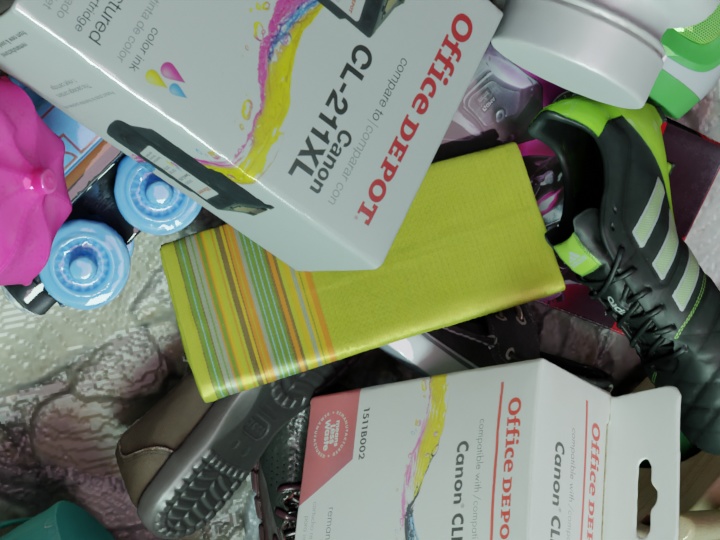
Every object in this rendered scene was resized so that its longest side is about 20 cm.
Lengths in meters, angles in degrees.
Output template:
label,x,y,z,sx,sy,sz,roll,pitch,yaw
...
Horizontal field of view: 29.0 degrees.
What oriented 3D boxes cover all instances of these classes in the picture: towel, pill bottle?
label,x,y,z,sx,sy,sz,roll,pitch,yaw
towel,0.000,0.000,0.726,0.198,0.018,0.087,-17,78,-2
pill bottle,0.138,-0.187,0.671,0.112,0.112,0.201,24,92,-20

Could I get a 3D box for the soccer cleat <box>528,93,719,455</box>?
label,x,y,z,sx,sy,sz,roll,pitch,yaw
soccer cleat,0.141,0.003,0.717,0.080,0.067,0.202,-11,77,-32

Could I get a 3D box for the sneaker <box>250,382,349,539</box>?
label,x,y,z,sx,sy,sz,roll,pitch,yaw
sneaker,-0.021,0.171,0.795,0.075,0.116,0.202,0,108,-14

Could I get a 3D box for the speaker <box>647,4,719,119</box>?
label,x,y,z,sx,sy,sz,roll,pitch,yaw
speaker,0.197,-0.186,0.751,0.088,0.088,0.201,29,99,-21

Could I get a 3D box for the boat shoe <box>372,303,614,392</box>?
label,x,y,z,sx,sy,sz,roll,pitch,yaw
boat shoe,0.079,0.047,0.795,0.199,0.070,0.067,30,87,-34

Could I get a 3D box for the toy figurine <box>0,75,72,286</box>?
label,x,y,z,sx,sy,sz,roll,pitch,yaw
toy figurine,-0.221,-0.043,0.621,0.183,0.200,0.151,19,71,-8

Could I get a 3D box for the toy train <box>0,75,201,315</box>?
label,x,y,z,sx,sy,sz,roll,pitch,yaw
toy train,-0.126,-0.070,0.710,0.200,0.087,0.114,-43,104,4

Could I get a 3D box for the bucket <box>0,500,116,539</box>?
label,x,y,z,sx,sy,sz,roll,pitch,yaw
bucket,-0.165,0.232,0.737,0.134,0.207,0.208,-34,113,-4

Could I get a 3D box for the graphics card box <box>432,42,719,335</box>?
label,x,y,z,sx,sy,sz,roll,pitch,yaw
graphics card box,0.096,-0.052,0.787,0.199,0.051,0.126,21,102,-18

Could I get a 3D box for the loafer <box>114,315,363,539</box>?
label,x,y,z,sx,sy,sz,roll,pitch,yaw
loafer,-0.065,0.051,0.767,0.200,0.071,0.073,-47,149,-13

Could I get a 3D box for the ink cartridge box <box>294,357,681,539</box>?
label,x,y,z,sx,sy,sz,roll,pitch,yaw
ink cartridge box,0.059,0.114,0.702,0.067,0.199,0.118,27,60,-42

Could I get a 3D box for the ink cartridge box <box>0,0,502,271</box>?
label,x,y,z,sx,sy,sz,roll,pitch,yaw
ink cartridge box,-0.051,-0.111,0.628,0.199,0.083,0.147,34,73,-26

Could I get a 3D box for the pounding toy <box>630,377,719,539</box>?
label,x,y,z,sx,sy,sz,roll,pitch,yaw
pounding toy,0.197,0.151,0.789,0.184,0.142,0.201,-37,119,-32
